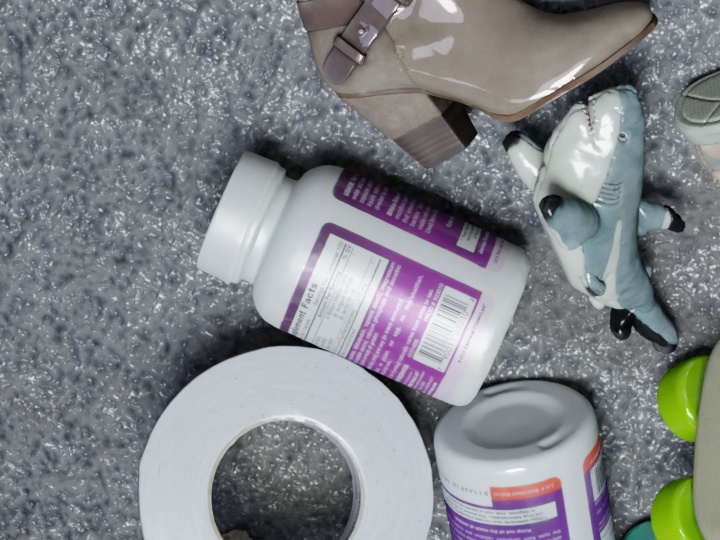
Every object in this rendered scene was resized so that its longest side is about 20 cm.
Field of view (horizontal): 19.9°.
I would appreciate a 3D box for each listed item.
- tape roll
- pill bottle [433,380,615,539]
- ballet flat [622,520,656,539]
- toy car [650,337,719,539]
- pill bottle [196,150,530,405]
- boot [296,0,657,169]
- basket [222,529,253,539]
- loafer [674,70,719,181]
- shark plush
[{"bbox_3d":[-0.052,0.152,1.387,0.198,0.066,0.202,0,85,-5],"label":"tape roll"},{"bbox_3d":[0.118,0.187,1.400,0.110,0.112,0.201,-3,117,15],"label":"pill bottle"},{"bbox_3d":[0.272,0.201,1.394,0.198,0.071,0.068,-7,116,17],"label":"ballet flat"},{"bbox_3d":[0.313,0.121,1.305,0.199,0.159,0.164,14,160,-23],"label":"toy car"},{"bbox_3d":[0.000,0.000,1.327,0.199,0.112,0.113,24,121,0],"label":"pill bottle"},{"bbox_3d":[0.061,-0.158,1.254,0.199,0.070,0.147,-30,101,20],"label":"boot"},{"bbox_3d":[-0.119,0.330,1.491,0.160,0.200,0.199,-25,110,18],"label":"basket"},{"bbox_3d":[0.291,-0.102,1.234,0.199,0.072,0.063,-12,132,26],"label":"loafer"},{"bbox_3d":[0.165,-0.018,1.279,0.083,0.091,0.201,-27,114,2],"label":"shark plush"}]
